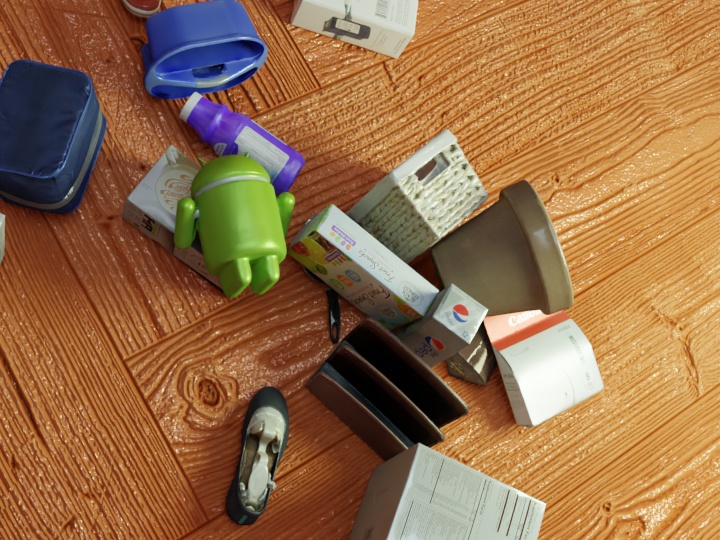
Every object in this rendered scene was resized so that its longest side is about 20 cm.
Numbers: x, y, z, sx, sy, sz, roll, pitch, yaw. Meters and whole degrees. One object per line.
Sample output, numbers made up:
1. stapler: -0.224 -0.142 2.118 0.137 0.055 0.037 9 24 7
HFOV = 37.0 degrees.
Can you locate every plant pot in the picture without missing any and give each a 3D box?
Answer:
1. plant pot: 0.199 -0.012 1.591 0.172 0.200 0.203 -19 77 1

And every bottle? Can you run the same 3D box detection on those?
1. bottle: -0.181 -0.194 1.631 0.199 0.084 0.066 35 64 -6

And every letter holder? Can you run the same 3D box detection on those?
1. letter holder: 0.040 0.180 1.540 0.200 0.142 0.101 43 63 -1

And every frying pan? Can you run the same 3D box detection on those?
1. frying pan: -0.030 0.003 1.642 0.114 0.031 0.193 -21 91 -22

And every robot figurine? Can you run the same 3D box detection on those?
1. robot figurine: -0.168 -0.068 1.480 0.173 0.116 0.203 -7 74 -28

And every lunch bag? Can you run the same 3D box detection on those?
1. lunch bag: -0.442 -0.189 1.512 0.134 0.133 0.203 14 67 3

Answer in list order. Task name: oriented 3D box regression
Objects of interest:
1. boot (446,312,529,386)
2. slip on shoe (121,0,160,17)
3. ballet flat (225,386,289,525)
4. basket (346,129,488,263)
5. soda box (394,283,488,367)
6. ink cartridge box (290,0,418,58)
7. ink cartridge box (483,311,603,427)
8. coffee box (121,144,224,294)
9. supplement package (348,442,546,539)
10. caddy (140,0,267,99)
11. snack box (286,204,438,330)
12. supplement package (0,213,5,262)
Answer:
1. boot: 0.172 0.058 1.680 0.186 0.064 0.200 42 67 -3
2. slip on shoe: -0.348 -0.493 1.694 0.073 0.061 0.203 2 71 -20
3. ballet flat: -0.136 0.253 1.492 0.072 0.073 0.203 19 65 -12
4. basket: 0.086 -0.100 1.631 0.135 0.200 0.124 -38 91 -26
5. soda box: 0.108 0.089 1.564 0.068 0.200 0.064 35 64 -5
6. ink cartridge box: -0.007 -0.461 1.790 0.197 0.084 0.147 15 67 -15
7. ink cartridge box: 0.282 0.120 1.668 0.161 0.057 0.203 -21 98 -30
8. coffee box: -0.233 -0.070 1.568 0.199 0.080 0.115 37 64 -3
9. supplement package: 0.111 0.359 1.472 0.198 0.191 0.149 26 65 -8
10. caddy: -0.239 -0.324 1.627 0.197 0.142 0.106 -16 71 -23
11. snack box: 0.000 0.000 1.564 0.199 0.142 0.053 38 69 -10
12. supplement package: -0.564 0.016 1.380 0.150 0.151 0.203 21 66 -10
